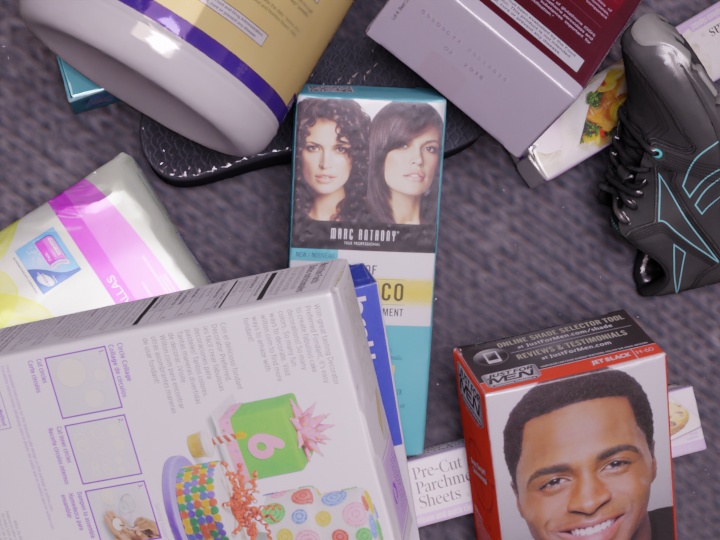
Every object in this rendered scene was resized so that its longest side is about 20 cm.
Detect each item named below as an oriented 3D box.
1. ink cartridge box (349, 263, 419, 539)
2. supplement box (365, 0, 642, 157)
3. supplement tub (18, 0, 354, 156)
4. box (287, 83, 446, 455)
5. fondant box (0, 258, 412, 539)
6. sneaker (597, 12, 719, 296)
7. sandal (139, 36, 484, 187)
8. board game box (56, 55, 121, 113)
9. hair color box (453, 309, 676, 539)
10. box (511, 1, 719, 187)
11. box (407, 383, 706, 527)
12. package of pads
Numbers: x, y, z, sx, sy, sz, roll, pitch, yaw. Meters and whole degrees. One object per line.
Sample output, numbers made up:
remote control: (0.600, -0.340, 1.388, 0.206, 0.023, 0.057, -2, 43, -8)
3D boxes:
ink cartridge box: (-0.024, 0.104, 0.757, 0.094, 0.044, 0.201, -11, 106, -7)
supplement box: (0.099, -0.166, 0.786, 0.109, 0.061, 0.200, 39, 51, -3)
supplement tub: (-0.064, -0.176, 0.723, 0.145, 0.145, 0.200, 31, 84, -5)
box: (0.000, 0.000, 0.789, 0.082, 0.049, 0.201, 2, 104, -4)
fondant box: (-0.088, 0.087, 0.694, 0.199, 0.058, 0.145, -11, 104, 12)
sneaker: (0.171, -0.053, 0.792, 0.079, 0.076, 0.200, -24, 132, 7)
sandal: (-0.027, -0.091, 0.828, 0.199, 0.043, 0.076, -5, 80, 0)
board game box: (-0.122, -0.208, 0.814, 0.150, 0.047, 0.201, -17, 90, -8)
hair color box: (0.116, 0.131, 0.782, 0.101, 0.061, 0.201, -13, 114, -7)
box: (0.178, -0.116, 0.843, 0.200, 0.041, 0.039, -31, 93, -9)
box: (0.101, 0.109, 0.830, 0.199, 0.039, 0.042, -13, 89, -8)
package of pads: (-0.169, 0.054, 0.785, 0.200, 0.068, 0.155, -33, 90, -7)
